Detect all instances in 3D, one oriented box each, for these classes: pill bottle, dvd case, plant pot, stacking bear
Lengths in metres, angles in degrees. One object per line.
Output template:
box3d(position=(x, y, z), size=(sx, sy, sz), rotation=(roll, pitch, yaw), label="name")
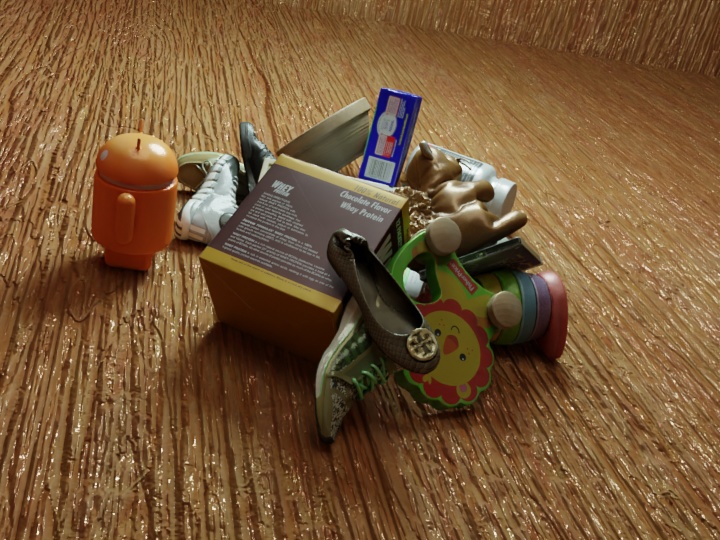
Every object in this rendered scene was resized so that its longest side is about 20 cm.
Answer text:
box3d(position=(0.186, -0.157, 1.709), size=(0.198, 0.112, 0.111), rotation=(23, 28, 21), label="pill bottle")
box3d(position=(0.177, -0.003, 1.313), size=(0.147, 0.016, 0.200), rotation=(-20, -13, 16), label="dvd case")
box3d(position=(-0.055, -0.237, 1.737), size=(0.199, 0.093, 0.201), rotation=(-30, 8, 4), label="plant pot")
box3d(position=(0.180, 0.056, 1.291), size=(0.197, 0.115, 0.122), rotation=(-1, 28, -15), label="stacking bear")

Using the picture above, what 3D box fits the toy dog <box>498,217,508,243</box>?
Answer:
box3d(position=(0.209, -0.039, 1.483), size=(0.095, 0.133, 0.200), rotation=(-7, 22, 34), label="toy dog")

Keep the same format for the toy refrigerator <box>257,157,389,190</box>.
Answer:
box3d(position=(-0.061, -0.107, 1.410), size=(0.197, 0.070, 0.077), rotation=(13, 62, -1), label="toy refrigerator")

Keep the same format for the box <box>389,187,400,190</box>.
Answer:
box3d(position=(0.003, -0.111, 1.605), size=(0.198, 0.050, 0.082), rotation=(1, 27, -23), label="box")

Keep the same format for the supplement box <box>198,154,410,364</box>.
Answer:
box3d(position=(-0.064, -0.013, 1.187), size=(0.195, 0.134, 0.201), rotation=(21, 56, 20), label="supplement box")

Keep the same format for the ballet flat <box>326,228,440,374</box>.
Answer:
box3d(position=(0.027, 0.030, 1.046), size=(0.067, 0.047, 0.201), rotation=(-20, 65, -32), label="ballet flat")

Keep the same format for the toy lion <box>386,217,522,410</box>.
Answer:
box3d(position=(0.099, 0.064, 1.152), size=(0.200, 0.069, 0.192), rotation=(50, 60, -5), label="toy lion")

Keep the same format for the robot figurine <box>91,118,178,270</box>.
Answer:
box3d(position=(-0.313, -0.103, 1.271), size=(0.116, 0.202, 0.143), rotation=(26, 30, 26), label="robot figurine")

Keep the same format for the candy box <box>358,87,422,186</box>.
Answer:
box3d(position=(0.058, -0.254, 1.732), size=(0.076, 0.171, 0.200), rotation=(16, 11, 4), label="candy box")

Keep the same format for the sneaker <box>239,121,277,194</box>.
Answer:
box3d(position=(-0.138, -0.154, 1.515), size=(0.103, 0.202, 0.060), rotation=(-9, -12, -7), label="sneaker")

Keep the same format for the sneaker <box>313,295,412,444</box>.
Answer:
box3d(position=(0.007, 0.108, 1.050), size=(0.088, 0.077, 0.202), rotation=(12, 61, 19), label="sneaker")

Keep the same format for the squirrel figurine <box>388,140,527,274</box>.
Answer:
box3d(position=(0.106, -0.093, 1.334), size=(0.198, 0.142, 0.188), rotation=(-18, 70, -25), label="squirrel figurine")

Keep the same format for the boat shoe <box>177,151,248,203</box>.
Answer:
box3d(position=(-0.222, -0.148, 1.557), size=(0.198, 0.074, 0.063), rotation=(17, 21, -9), label="boat shoe")

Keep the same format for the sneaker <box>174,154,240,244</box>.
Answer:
box3d(position=(-0.205, -0.099, 1.456), size=(0.114, 0.075, 0.201), rotation=(22, 46, 3), label="sneaker")

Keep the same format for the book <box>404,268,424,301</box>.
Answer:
box3d(position=(0.000, 0.000, 1.387), size=(0.198, 0.049, 0.134), rotation=(14, 27, 8), label="book")
